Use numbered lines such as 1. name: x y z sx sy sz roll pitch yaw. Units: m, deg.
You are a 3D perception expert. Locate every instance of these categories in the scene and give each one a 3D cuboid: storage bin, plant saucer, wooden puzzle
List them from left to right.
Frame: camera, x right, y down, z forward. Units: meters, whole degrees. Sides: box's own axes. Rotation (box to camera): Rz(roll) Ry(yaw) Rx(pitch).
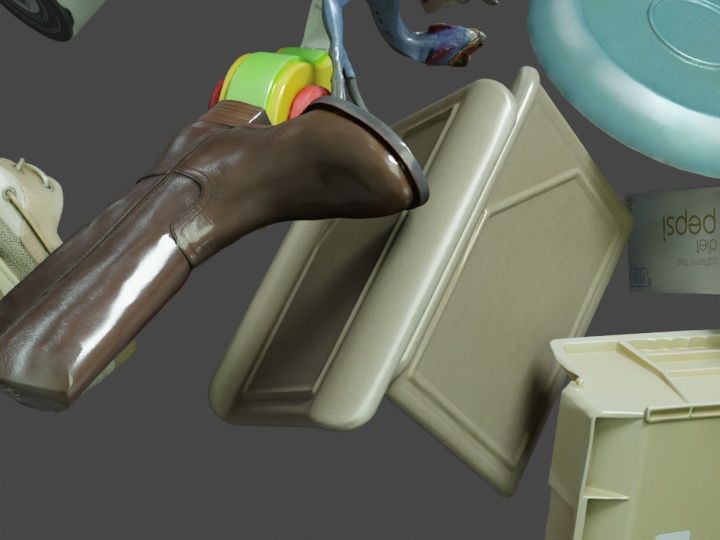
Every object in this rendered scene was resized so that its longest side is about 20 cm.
1. wooden puzzle: 0.000 0.000 0.820 0.037 0.200 0.187 31 76 -18
2. wooden puzzle: 0.081 0.011 0.883 0.187 0.037 0.200 -63 148 -13
3. storage bin: 0.188 0.146 0.912 0.196 0.094 0.203 -2 111 -22
4. plant saucer: 0.196 -0.134 0.938 0.197 0.028 0.202 10 47 -10

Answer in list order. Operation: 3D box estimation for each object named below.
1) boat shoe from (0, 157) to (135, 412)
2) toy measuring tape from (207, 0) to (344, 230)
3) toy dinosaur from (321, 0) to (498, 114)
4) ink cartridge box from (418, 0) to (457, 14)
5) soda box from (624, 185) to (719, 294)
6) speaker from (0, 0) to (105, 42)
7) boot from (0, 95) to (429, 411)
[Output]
1. boat shoe: -0.187 -0.026 0.820 0.064 0.071 0.201 -36 111 -24
2. toy measuring tape: -0.039 -0.121 0.879 0.073 0.073 0.202 18 80 -20
3. toy dinosaur: 0.020 -0.185 0.858 0.104 0.182 0.203 -11 76 3
4. ink cartridge box: 0.084 -0.275 0.937 0.199 0.075 0.166 -34 99 -20
5. soda box: 0.232 -0.019 0.916 0.067 0.200 0.065 -4 92 -22
6. speaker: -0.121 -0.222 0.847 0.081 0.081 0.201 41 74 -15
7. boot: -0.084 0.002 0.740 0.200 0.185 0.065 -43 118 -24
